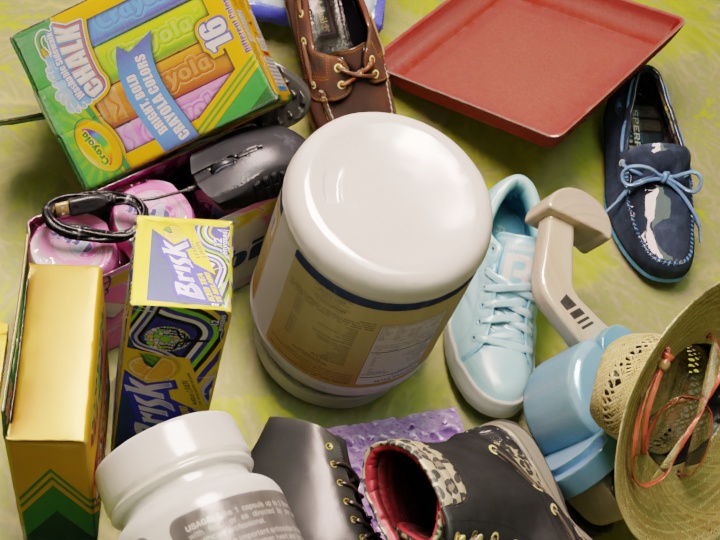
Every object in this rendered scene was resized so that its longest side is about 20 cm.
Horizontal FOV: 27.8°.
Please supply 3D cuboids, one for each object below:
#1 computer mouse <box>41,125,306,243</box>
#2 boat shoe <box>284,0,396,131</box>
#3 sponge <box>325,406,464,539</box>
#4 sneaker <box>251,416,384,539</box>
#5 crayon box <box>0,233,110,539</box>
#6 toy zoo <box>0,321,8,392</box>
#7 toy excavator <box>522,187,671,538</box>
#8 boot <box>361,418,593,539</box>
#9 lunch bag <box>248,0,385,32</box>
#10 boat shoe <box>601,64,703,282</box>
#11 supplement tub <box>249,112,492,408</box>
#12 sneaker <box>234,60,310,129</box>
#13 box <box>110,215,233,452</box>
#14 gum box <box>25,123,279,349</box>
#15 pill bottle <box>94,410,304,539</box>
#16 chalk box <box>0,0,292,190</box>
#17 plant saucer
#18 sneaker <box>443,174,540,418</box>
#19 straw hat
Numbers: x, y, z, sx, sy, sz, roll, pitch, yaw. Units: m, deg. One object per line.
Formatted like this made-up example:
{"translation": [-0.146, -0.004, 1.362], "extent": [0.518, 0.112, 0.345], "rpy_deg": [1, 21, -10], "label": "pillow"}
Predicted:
{"translation": [-0.121, -0.063, 1.001], "extent": [0.199, 0.034, 0.059], "rpy_deg": [-19, 65, -24], "label": "computer mouse"}
{"translation": [-0.016, -0.172, 1.178], "extent": [0.070, 0.070, 0.201], "rpy_deg": [-20, 89, -16], "label": "boat shoe"}
{"translation": [0.041, 0.197, 1.013], "extent": [0.111, 0.030, 0.201], "rpy_deg": [-6, 59, -17], "label": "sponge"}
{"translation": [-0.006, 0.169, 0.955], "extent": [0.199, 0.075, 0.106], "rpy_deg": [22, 70, 21], "label": "sneaker"}
{"translation": [-0.190, 0.085, 0.923], "extent": [0.051, 0.200, 0.127], "rpy_deg": [2, 57, -6], "label": "crayon box"}
{"translation": [-0.315, 0.093, 0.997], "extent": [0.131, 0.020, 0.201], "rpy_deg": [6, 57, -10], "label": "toy zoo"}
{"translation": [0.167, 0.062, 1.054], "extent": [0.200, 0.100, 0.195], "rpy_deg": [47, 56, -6], "label": "toy excavator"}
{"translation": [0.091, 0.189, 0.937], "extent": [0.153, 0.073, 0.204], "rpy_deg": [6, 48, -53], "label": "boot"}
{"translation": [-0.062, -0.303, 1.267], "extent": [0.169, 0.127, 0.201], "rpy_deg": [6, 70, -13], "label": "lunch bag"}
{"translation": [0.239, -0.087, 1.225], "extent": [0.084, 0.069, 0.201], "rpy_deg": [-2, 58, -15], "label": "boat shoe"}
{"translation": [0.000, 0.000, 1.027], "extent": [0.144, 0.200, 0.145], "rpy_deg": [7, 58, -11], "label": "supplement tub"}
{"translation": [-0.136, -0.163, 1.171], "extent": [0.199, 0.067, 0.091], "rpy_deg": [11, 22, -1], "label": "sneaker"}
{"translation": [-0.127, 0.050, 0.963], "extent": [0.064, 0.200, 0.070], "rpy_deg": [5, 55, -10], "label": "box"}
{"translation": [-0.151, -0.016, 1.053], "extent": [0.200, 0.114, 0.066], "rpy_deg": [-27, 67, -27], "label": "gum box"}
{"translation": [-0.081, 0.193, 0.870], "extent": [0.113, 0.114, 0.200], "rpy_deg": [-16, 65, -23], "label": "pill bottle"}
{"translation": [-0.168, -0.137, 1.064], "extent": [0.199, 0.125, 0.124], "rpy_deg": [-25, 96, 6], "label": "chalk box"}
{"translation": [0.143, -0.183, 1.251], "extent": [0.200, 0.037, 0.200], "rpy_deg": [27, 52, 31], "label": "plant saucer"}
{"translation": [0.107, 0.012, 1.119], "extent": [0.074, 0.082, 0.201], "rpy_deg": [7, 56, -9], "label": "sneaker"}
{"translation": [0.199, 0.082, 0.956], "extent": [0.201, 0.202, 0.085], "rpy_deg": [-35, 35, -30], "label": "straw hat"}
